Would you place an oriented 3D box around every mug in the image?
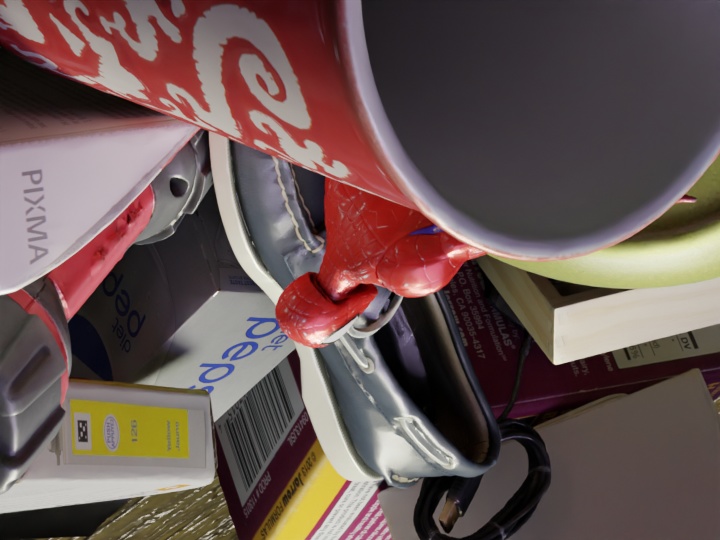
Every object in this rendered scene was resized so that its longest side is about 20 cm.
[{"bbox_3d":[0.002,-0.082,0.600,0.177,0.134,0.200,18,179,-41],"label":"mug"}]

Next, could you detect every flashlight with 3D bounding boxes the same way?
[{"bbox_3d":[-0.093,-0.007,0.745,0.067,0.200,0.068,11,123,16],"label":"flashlight"}]

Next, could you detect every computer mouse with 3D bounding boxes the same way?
[{"bbox_3d":[0.067,0.029,0.942,0.058,0.201,0.034,25,144,-5],"label":"computer mouse"}]

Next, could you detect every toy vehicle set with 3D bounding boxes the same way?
[{"bbox_3d":[0.141,-0.030,0.934,0.199,0.124,0.027,-14,126,-16],"label":"toy vehicle set"}]

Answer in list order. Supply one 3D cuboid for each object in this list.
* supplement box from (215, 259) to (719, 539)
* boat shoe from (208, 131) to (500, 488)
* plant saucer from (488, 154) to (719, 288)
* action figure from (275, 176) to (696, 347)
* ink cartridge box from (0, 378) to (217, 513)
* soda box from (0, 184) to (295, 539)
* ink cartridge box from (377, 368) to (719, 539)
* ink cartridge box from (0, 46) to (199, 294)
[{"bbox_3d":[0.043,0.043,1.025,0.199,0.104,0.131,-7,152,-26],"label":"supplement box"},{"bbox_3d":[0.000,0.000,0.841,0.062,0.075,0.201,0,126,27],"label":"boat shoe"},{"bbox_3d":[0.077,-0.082,0.715,0.200,0.200,0.031,-32,-168,23],"label":"plant saucer"},{"bbox_3d":[0.056,-0.044,0.659,0.200,0.066,0.052,-36,139,6],"label":"action figure"},{"bbox_3d":[-0.179,0.066,0.829,0.197,0.047,0.200,-7,171,19],"label":"ink cartridge box"},{"bbox_3d":[-0.094,0.036,0.950,0.068,0.064,0.200,4,145,-42],"label":"soda box"},{"bbox_3d":[0.116,0.172,0.981,0.145,0.201,0.147,-22,156,5],"label":"ink cartridge box"},{"bbox_3d":[-0.104,-0.036,0.707,0.199,0.050,0.161,-7,-163,-24],"label":"ink cartridge box"}]
